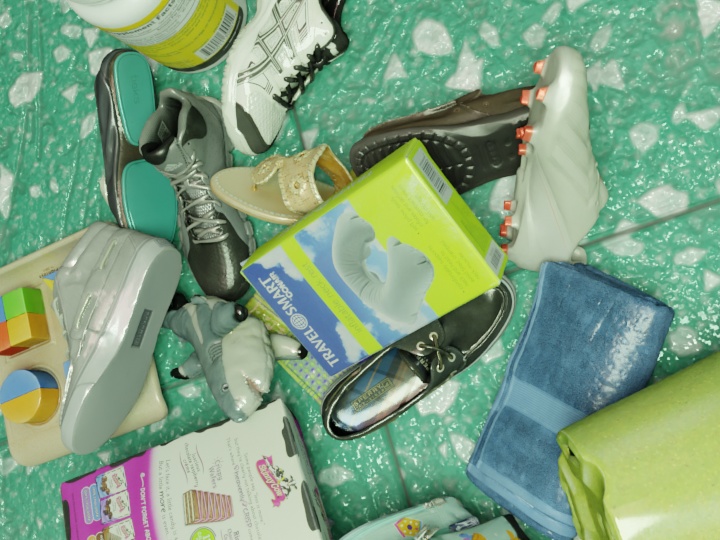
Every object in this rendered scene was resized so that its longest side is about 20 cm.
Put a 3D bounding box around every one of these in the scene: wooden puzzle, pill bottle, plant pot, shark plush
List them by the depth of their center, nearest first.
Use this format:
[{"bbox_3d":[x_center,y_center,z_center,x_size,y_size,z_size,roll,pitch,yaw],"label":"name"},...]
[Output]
[{"bbox_3d":[0.236,0.139,0.588,0.184,0.200,0.201,-18,79,-1],"label":"plant pot"},{"bbox_3d":[-0.143,0.061,0.781,0.200,0.091,0.083,23,79,36],"label":"shark plush"},{"bbox_3d":[-0.191,-0.256,0.789,0.114,0.200,0.115,-2,84,18],"label":"pill bottle"},{"bbox_3d":[-0.292,0.073,0.872,0.185,0.046,0.201,-21,79,18],"label":"wooden puzzle"}]

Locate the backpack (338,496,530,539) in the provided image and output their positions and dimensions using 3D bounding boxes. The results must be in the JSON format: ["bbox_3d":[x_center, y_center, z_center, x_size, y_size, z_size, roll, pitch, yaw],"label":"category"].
[{"bbox_3d":[0.041,0.271,0.653,0.153,0.200,0.176,35,121,40],"label":"backpack"}]

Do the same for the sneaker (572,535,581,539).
[{"bbox_3d":[0.255,0.218,0.663,0.199,0.076,0.088,5,87,18],"label":"sneaker"}]

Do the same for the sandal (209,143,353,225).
[{"bbox_3d":[-0.025,-0.072,0.749,0.211,0.078,0.070,23,128,13],"label":"sandal"}]

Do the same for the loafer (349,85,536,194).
[{"bbox_3d":[0.090,-0.110,0.757,0.199,0.071,0.073,-8,128,12],"label":"loafer"}]

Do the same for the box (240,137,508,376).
[{"bbox_3d":[0.000,0.000,0.711,0.200,0.048,0.122,-32,104,30],"label":"box"}]

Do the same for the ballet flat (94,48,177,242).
[{"bbox_3d":[-0.220,-0.109,0.860,0.073,0.073,0.201,-6,95,18],"label":"ballet flat"}]

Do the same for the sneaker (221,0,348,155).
[{"bbox_3d":[-0.058,-0.196,0.797,0.087,0.076,0.201,17,91,19],"label":"sneaker"}]

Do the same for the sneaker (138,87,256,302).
[{"bbox_3d":[-0.156,-0.070,0.805,0.075,0.115,0.201,-14,81,17],"label":"sneaker"}]

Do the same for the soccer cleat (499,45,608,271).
[{"bbox_3d":[0.156,-0.081,0.686,0.077,0.200,0.069,5,44,3],"label":"soccer cleat"}]

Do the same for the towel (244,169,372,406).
[{"bbox_3d":[-0.008,0.014,0.798,0.144,0.023,0.200,43,99,16],"label":"towel"}]

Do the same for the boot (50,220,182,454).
[{"bbox_3d":[-0.238,0.056,0.803,0.095,0.074,0.201,19,81,24],"label":"boot"}]

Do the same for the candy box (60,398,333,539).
[{"bbox_3d":[-0.131,0.206,0.723,0.199,0.061,0.137,-21,58,2],"label":"candy box"}]

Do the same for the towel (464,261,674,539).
[{"bbox_3d":[0.158,0.098,0.695,0.112,0.048,0.201,30,102,45],"label":"towel"}]

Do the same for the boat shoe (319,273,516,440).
[{"bbox_3d":[0.050,0.075,0.744,0.200,0.057,0.069,-40,94,7],"label":"boat shoe"}]

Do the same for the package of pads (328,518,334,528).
[{"bbox_3d":[-0.128,0.254,0.790,0.199,0.076,0.121,11,85,19],"label":"package of pads"}]
